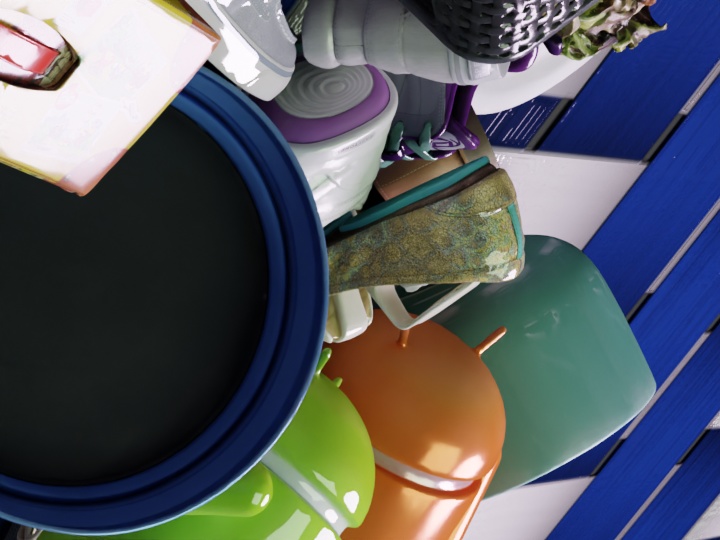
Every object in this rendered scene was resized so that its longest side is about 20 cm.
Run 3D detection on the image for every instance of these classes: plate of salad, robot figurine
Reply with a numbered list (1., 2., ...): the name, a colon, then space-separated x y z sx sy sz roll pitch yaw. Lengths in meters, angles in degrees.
1. plate of salad: 0.122 -0.152 1.483 0.200 0.048 0.200 -38 156 -20
2. robot figurine: 0.000 0.104 1.485 0.200 0.144 0.117 -58 -172 21
3. robot figurine: -0.073 0.120 1.346 0.200 0.116 0.175 -51 172 -9

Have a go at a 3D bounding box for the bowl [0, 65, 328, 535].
1. bowl: -0.111 0.007 1.186 0.200 0.201 0.039 -39 -163 -15

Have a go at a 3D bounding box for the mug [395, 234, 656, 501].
1. mug: 0.059 0.055 1.613 0.185 0.115 0.152 -28 -172 -11

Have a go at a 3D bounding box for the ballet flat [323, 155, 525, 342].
1. ballet flat: 0.000 0.000 1.375 0.200 0.071 0.071 -16 -177 43

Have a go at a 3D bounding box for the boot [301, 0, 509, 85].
1. boot: 0.031 -0.147 1.304 0.200 0.095 0.074 -66 157 -59

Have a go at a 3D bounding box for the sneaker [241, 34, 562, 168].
1. sneaker: 0.000 -0.067 1.358 0.200 0.088 0.074 -45 158 -2

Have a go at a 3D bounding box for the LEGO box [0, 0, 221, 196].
1. LEGO box: -0.153 -0.115 0.919 0.077 0.149 0.200 -48 158 7

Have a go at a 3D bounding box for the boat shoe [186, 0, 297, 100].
1. boat shoe: -0.056 -0.131 1.172 0.071 0.070 0.201 -42 156 1

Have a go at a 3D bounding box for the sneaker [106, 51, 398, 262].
1. sneaker: -0.072 -0.025 1.280 0.199 0.075 0.100 -20 145 -21

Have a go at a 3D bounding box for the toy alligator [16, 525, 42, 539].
1. toy alligator: -0.141 0.057 1.380 0.054 0.059 0.200 21 123 -20

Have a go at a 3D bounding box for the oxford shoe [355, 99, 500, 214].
1. oxford shoe: 0.030 -0.043 1.482 0.071 0.071 0.200 -26 167 -1

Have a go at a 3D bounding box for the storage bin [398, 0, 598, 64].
1. storage bin: 0.082 -0.199 1.209 0.200 0.135 0.094 -37 157 -21

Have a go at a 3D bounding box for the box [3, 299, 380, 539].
1. box: -0.084 0.088 1.528 0.200 0.051 0.158 -17 145 -51
